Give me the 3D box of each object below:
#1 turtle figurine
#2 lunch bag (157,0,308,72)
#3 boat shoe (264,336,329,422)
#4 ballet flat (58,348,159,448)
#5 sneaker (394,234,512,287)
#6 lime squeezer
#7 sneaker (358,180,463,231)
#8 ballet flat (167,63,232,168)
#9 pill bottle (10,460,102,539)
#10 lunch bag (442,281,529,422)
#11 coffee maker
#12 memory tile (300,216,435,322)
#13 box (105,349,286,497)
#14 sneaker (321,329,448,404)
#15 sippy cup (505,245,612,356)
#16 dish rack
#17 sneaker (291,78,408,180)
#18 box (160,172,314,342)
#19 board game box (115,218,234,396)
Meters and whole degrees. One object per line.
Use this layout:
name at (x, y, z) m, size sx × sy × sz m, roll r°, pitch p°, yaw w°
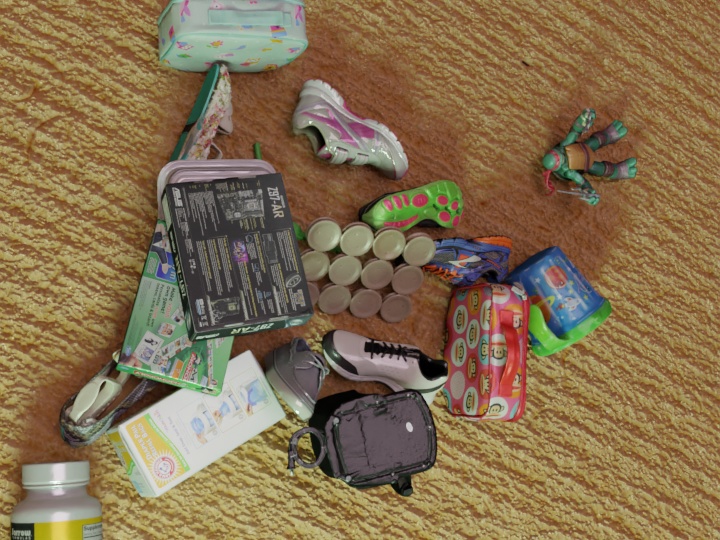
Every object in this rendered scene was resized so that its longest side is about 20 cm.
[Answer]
turtle figurine at (0.358, -0.184, 1.701) m, size 0.199 × 0.100 × 0.151 m, roll -12°, pitch 101°, yaw -39°
lunch bag at (-0.173, -0.333, 1.464) m, size 0.198 × 0.160 × 0.078 m, roll -4°, pitch 83°, yaw -22°
boat shoe at (-0.081, 0.133, 1.402) m, size 0.071 × 0.201 × 0.070 m, roll -39°, pitch 107°, yaw 1°
ballet flat at (-0.312, 0.143, 1.370) m, size 0.072 × 0.072 × 0.200 m, roll 46°, pitch 68°, yaw -10°
sneaker at (0.145, -0.010, 1.596) m, size 0.198 × 0.075 × 0.079 m, roll -4°, pitch 86°, yaw -22°
lime squeezer at (-0.106, -0.090, 1.520) m, size 0.071 × 0.038 × 0.200 m, roll -42°, pitch 97°, yaw -23°
sneaker at (0.078, -0.095, 1.579) m, size 0.199 × 0.083 × 0.078 m, roll -6°, pitch 98°, yaw -41°
ballet flat at (-0.216, -0.187, 1.476) m, size 0.064 × 0.075 × 0.202 m, roll 26°, pitch 81°, yaw -27°
pill bottle at (-0.371, 0.336, 1.296) m, size 0.110 × 0.111 × 0.202 m, roll 0°, pitch 80°, yaw -23°
lunch bag at (0.186, 0.118, 1.532) m, size 0.081 × 0.176 × 0.202 m, roll 6°, pitch 83°, yaw -18°
coffee maker at (-0.013, 0.217, 1.416) m, size 0.190 × 0.200 × 0.136 m, roll 12°, pitch 81°, yaw -11°
memory tile at (0.000, 0.000, 1.514) m, size 0.198 × 0.017 × 0.154 m, roll 9°, pitch 119°, yaw -22°
box at (-0.217, 0.200, 1.382) m, size 0.199 × 0.112 × 0.102 m, roll -30°, pitch 91°, yaw -26°
sneaker at (0.038, 0.125, 1.514) m, size 0.199 × 0.080 × 0.074 m, roll 23°, pitch 45°, yaw -21°
sippy cup at (0.292, 0.040, 1.615) m, size 0.139 × 0.178 × 0.131 m, roll -33°, pitch 92°, yaw -2°
dish rack at (-0.188, -0.048, 1.442) m, size 0.170 × 0.043 × 0.202 m, roll -3°, pitch 103°, yaw -24°
sneaker at (-0.022, -0.187, 1.555) m, size 0.199 × 0.081 × 0.089 m, roll 35°, pitch 71°, yaw -6°
box at (-0.159, -0.020, 1.359) m, size 0.159 × 0.044 × 0.202 m, roll -8°, pitch 73°, yaw -23°
board game box at (-0.221, 0.047, 1.352) m, size 0.133 × 0.029 × 0.202 m, roll 17°, pitch 65°, yaw -14°
